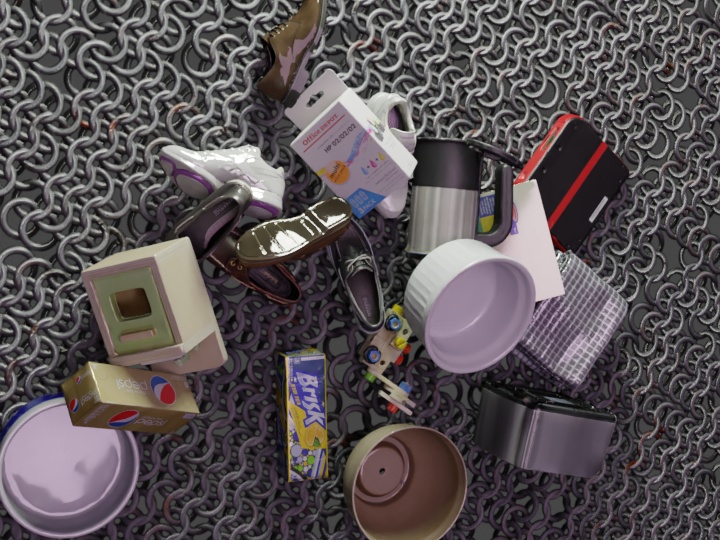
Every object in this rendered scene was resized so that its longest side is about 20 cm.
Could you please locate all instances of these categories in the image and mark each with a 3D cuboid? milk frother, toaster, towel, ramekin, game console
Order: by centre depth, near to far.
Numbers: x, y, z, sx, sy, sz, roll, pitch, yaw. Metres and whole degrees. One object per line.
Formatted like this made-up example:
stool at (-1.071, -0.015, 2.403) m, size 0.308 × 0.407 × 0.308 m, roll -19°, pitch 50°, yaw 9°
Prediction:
ramekin at (0.163, 0.050, 1.644) m, size 0.199 × 0.098 × 0.202 m, roll -14°, pitch 122°, yaw -23°
milk frother at (0.161, -0.114, 1.673) m, size 0.179 × 0.200 × 0.189 m, roll 4°, pitch 94°, yaw 6°
toaster at (0.299, 0.262, 1.787) m, size 0.199 × 0.181 × 0.119 m, roll 12°, pitch 92°, yaw -24°
towel at (0.357, 0.089, 1.849) m, size 0.165 × 0.086 × 0.200 m, roll 38°, pitch 80°, yaw -20°
game console at (0.368, -0.153, 1.865) m, size 0.177 × 0.031 × 0.200 m, roll 41°, pitch 79°, yaw -26°

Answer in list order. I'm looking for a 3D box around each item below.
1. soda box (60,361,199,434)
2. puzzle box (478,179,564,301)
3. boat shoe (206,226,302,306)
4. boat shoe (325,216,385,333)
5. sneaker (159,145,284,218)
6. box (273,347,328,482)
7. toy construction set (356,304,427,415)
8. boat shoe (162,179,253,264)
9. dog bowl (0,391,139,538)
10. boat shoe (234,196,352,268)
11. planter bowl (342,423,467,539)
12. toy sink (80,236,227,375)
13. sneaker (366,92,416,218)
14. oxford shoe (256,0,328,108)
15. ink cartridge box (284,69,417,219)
soda box at (-0.326, 0.184, 1.515) m, size 0.064 × 0.068 × 0.200 m, roll -37°, pitch 152°, yaw 21°
puzzle box at (0.255, -0.041, 1.782) m, size 0.132 × 0.025 × 0.201 m, roll -14°, pitch 90°, yaw 2°
boat shoe at (-0.171, -0.015, 1.623) m, size 0.200 × 0.070 × 0.071 m, roll 34°, pitch 85°, yaw -21°
boat shoe at (0.000, 0.000, 1.676) m, size 0.072 × 0.071 × 0.201 m, roll -21°, pitch 86°, yaw -12°
sneaker at (-0.206, -0.150, 1.598) m, size 0.199 × 0.075 × 0.100 m, roll 22°, pitch 64°, yaw -21°
box at (-0.095, 0.227, 1.680) m, size 0.070 × 0.064 × 0.201 m, roll -3°, pitch 97°, yaw -22°
toy construction set at (0.073, 0.133, 1.735) m, size 0.131 × 0.092 × 0.201 m, roll 37°, pitch 70°, yaw -22°
boat shoe at (-0.235, -0.055, 1.549) m, size 0.067 × 0.057 × 0.200 m, roll 42°, pitch 112°, yaw -12°
dog bowl at (-0.426, 0.279, 1.536) m, size 0.199 × 0.079 × 0.202 m, roll -2°, pitch 95°, yaw -23°
boat shoe at (-0.098, -0.042, 1.605) m, size 0.199 × 0.068 × 0.072 m, roll -22°, pitch 60°, yaw -24°
planter bowl at (0.053, 0.337, 1.715) m, size 0.199 × 0.135 × 0.202 m, roll -2°, pitch 95°, yaw -23°
toy sink at (-0.295, 0.071, 1.525) m, size 0.130 × 0.112 × 0.201 m, roll -11°, pitch 103°, yaw 22°
sneaker at (0.047, -0.182, 1.684) m, size 0.074 × 0.100 × 0.201 m, roll -8°, pitch 99°, yaw -24°
oxford shoe at (-0.105, -0.358, 1.619) m, size 0.084 × 0.073 × 0.201 m, roll 21°, pitch 85°, yaw -19°
ink cartridge box at (-0.024, -0.194, 1.626) m, size 0.115 × 0.068 × 0.200 m, roll -38°, pitch 101°, yaw 28°
